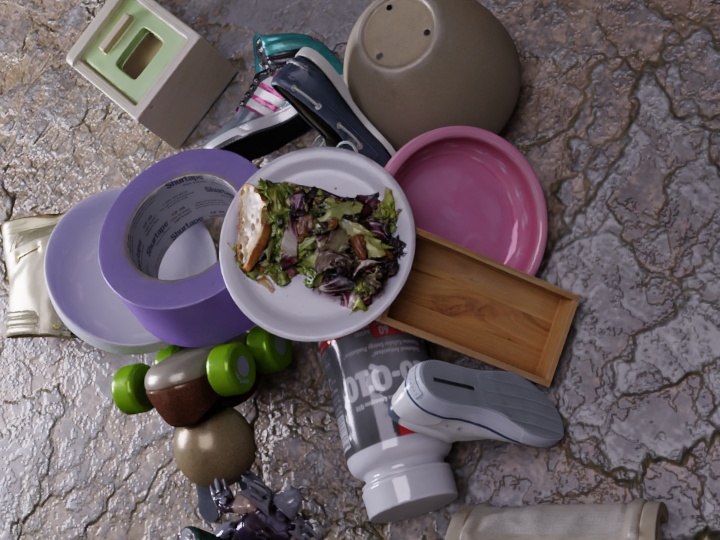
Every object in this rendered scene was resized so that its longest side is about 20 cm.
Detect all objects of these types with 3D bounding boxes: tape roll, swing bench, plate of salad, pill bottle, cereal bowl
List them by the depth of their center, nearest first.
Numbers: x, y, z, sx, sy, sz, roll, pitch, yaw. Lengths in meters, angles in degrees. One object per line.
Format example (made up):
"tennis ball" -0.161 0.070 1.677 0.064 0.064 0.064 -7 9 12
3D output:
"swing bench" 0.186 0.313 1.072 0.197 0.130 0.203 -6 72 21
"plate of salad" -0.045 -0.031 1.121 0.197 0.048 0.203 -3 72 9
"pill bottle" 0.031 0.150 1.191 0.113 0.114 0.202 -21 68 15
"tape roll" -0.174 -0.026 1.231 0.197 0.085 0.202 -9 57 14
"cereal bowl" -0.265 0.008 1.334 0.197 0.083 0.202 3 66 -7

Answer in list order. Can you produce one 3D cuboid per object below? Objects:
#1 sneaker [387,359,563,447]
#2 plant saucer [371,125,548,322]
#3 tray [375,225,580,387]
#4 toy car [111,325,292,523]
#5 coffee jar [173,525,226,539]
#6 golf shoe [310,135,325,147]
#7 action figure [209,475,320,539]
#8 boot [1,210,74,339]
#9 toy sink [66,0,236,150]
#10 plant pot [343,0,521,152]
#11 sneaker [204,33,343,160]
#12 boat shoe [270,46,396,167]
"sneaker" 0.114 0.139 1.138 0.071 0.198 0.074 -42 39 39
"plant saucer" 0.098 -0.048 1.198 0.198 0.051 0.203 -1 92 -18
"tray" 0.117 0.037 1.162 0.198 0.037 0.100 22 86 -16
"toy car" -0.154 0.179 1.270 0.163 0.157 0.202 -13 96 29
"coffee jar" -0.105 0.338 1.155 0.085 0.198 0.105 0 67 65
"golf shoe" -0.054 -0.063 1.322 0.202 0.077 0.088 -66 24 9
"action figure" -0.128 0.284 1.221 0.200 0.069 0.130 -41 100 20
"boot" -0.352 0.006 1.416 0.197 0.073 0.158 -6 77 12
"toy sink" -0.279 -0.272 1.443 0.200 0.112 0.131 40 91 27
"plant pot" 0.062 -0.227 1.234 0.198 0.134 0.203 -6 73 20
"sneaker" -0.114 -0.219 1.374 0.198 0.084 0.122 -28 71 4
"boat shoe" -0.018 -0.142 1.221 0.062 0.201 0.075 -45 26 -15
